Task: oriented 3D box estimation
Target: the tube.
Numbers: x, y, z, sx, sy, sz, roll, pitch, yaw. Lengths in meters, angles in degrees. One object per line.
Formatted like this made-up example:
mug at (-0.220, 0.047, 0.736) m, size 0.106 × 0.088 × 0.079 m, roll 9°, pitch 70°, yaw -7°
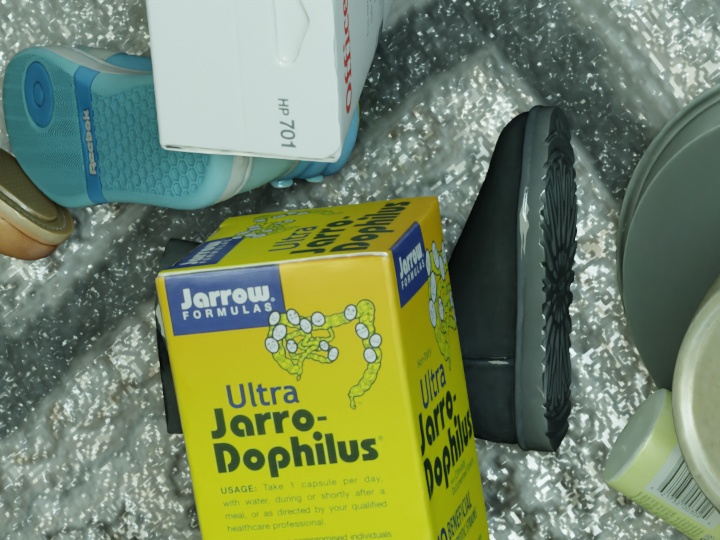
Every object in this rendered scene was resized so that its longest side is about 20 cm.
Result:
tube at (0.205, 0.127, 1.147) m, size 0.199 × 0.058 × 0.052 m, roll 33°, pitch 85°, yaw -5°

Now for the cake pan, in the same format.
cake pan at (0.204, 0.008, 1.139) m, size 0.199 × 0.037 × 0.202 m, roll 9°, pitch 112°, yaw 23°

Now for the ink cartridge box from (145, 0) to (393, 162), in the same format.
ink cartridge box at (-0.031, -0.162, 1.104) m, size 0.085 × 0.200 × 0.147 m, roll 6°, pitch 126°, yaw 11°

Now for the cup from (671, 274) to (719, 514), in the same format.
cup at (0.207, 0.048, 1.008) m, size 0.199 × 0.143 × 0.202 m, roll 1°, pitch 91°, yaw 44°

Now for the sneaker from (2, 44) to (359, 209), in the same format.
sneaker at (-0.079, -0.074, 1.224) m, size 0.199 × 0.130 × 0.080 m, roll 17°, pitch 114°, yaw 49°

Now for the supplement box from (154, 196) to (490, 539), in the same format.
supplement box at (-0.011, 0.079, 1.139) m, size 0.109 × 0.109 × 0.201 m, roll -6°, pitch 103°, yaw 15°

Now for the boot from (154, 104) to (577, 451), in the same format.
boot at (0.000, 0.001, 1.214) m, size 0.199 × 0.066 × 0.166 m, roll 3°, pitch 92°, yaw 19°

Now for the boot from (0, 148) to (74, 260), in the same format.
boot at (-0.249, -0.005, 1.267) m, size 0.199 × 0.077 × 0.156 m, roll 25°, pitch 98°, yaw 14°
